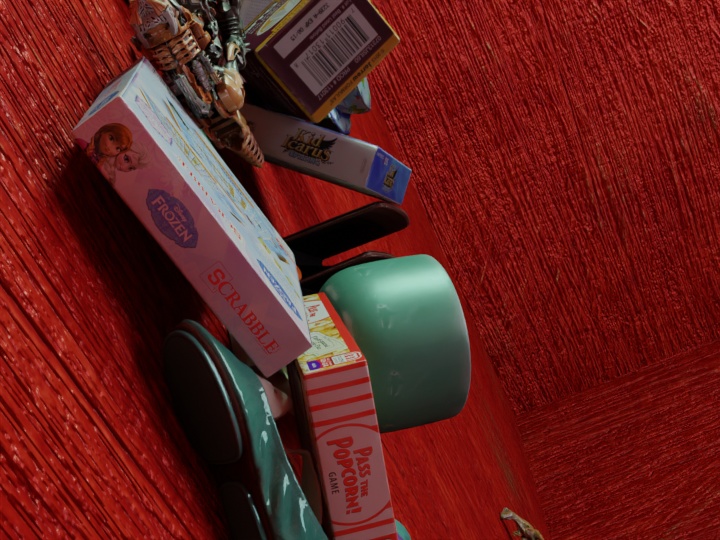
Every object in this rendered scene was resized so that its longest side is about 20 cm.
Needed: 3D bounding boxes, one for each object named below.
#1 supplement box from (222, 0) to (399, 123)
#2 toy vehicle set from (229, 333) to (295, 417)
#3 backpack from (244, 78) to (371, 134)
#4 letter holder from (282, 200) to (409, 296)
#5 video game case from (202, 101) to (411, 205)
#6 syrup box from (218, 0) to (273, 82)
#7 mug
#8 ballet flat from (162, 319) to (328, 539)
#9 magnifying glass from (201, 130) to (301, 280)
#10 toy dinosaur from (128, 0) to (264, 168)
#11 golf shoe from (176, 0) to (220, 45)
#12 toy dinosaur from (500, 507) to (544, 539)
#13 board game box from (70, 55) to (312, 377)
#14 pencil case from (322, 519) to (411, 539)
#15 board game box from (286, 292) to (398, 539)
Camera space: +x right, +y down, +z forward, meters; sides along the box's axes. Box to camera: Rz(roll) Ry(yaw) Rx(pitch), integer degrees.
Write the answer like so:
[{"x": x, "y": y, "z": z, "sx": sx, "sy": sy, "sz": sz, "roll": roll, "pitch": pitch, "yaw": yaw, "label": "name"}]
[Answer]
[{"x": -0.054, "y": -0.215, "z": 0.976, "sx": 0.086, "sy": 0.110, "sz": 0.200, "roll": 47, "pitch": -4, "yaw": -20, "label": "supplement box"}, {"x": -0.073, "y": 0.065, "z": 0.931, "sx": 0.200, "sy": 0.026, "sz": 0.125, "roll": 53, "pitch": 18, "yaw": -60, "label": "toy vehicle set"}, {"x": -0.073, "y": -0.261, "z": 1.316, "sx": 0.183, "sy": 0.146, "sz": 0.202, "roll": -61, "pitch": 125, "yaw": -81, "label": "backpack"}, {"x": 0.000, "y": 0.000, "z": 1.145, "sx": 0.200, "sy": 0.141, "sz": 0.102, "roll": 21, "pitch": 47, "yaw": -78, "label": "letter holder"}, {"x": -0.051, "y": -0.122, "z": 1.040, "sx": 0.200, "sy": 0.179, "sz": 0.046, "roll": 6, "pitch": 102, "yaw": -78, "label": "video game case"}, {"x": -0.101, "y": -0.308, "z": 1.121, "sx": 0.201, "sy": 0.080, "sz": 0.079, "roll": 121, "pitch": -37, "yaw": -44, "label": "syrup box"}, {"x": 0.017, "y": 0.083, "z": 0.929, "sx": 0.152, "sy": 0.113, "sz": 0.187, "roll": -124, "pitch": -149, "yaw": -51, "label": "mug"}, {"x": -0.069, "y": 0.120, "z": 0.669, "sx": 0.070, "sy": 0.067, "sz": 0.202, "roll": -25, "pitch": 99, "yaw": -45, "label": "ballet flat"}, {"x": -0.116, "y": -0.064, "z": 0.908, "sx": 0.201, "sy": 0.022, "sz": 0.080, "roll": 52, "pitch": 9, "yaw": -26, "label": "magnifying glass"}, {"x": -0.137, "y": -0.159, "z": 0.842, "sx": 0.201, "sy": 0.101, "sz": 0.137, "roll": 88, "pitch": -10, "yaw": -46, "label": "toy dinosaur"}, {"x": -0.160, "y": -0.262, "z": 0.967, "sx": 0.200, "sy": 0.094, "sz": 0.079, "roll": 52, "pitch": 17, "yaw": -66, "label": "golf shoe"}, {"x": 0.368, "y": 0.571, "z": 2.167, "sx": 0.201, "sy": 0.060, "sz": 0.106, "roll": 54, "pitch": 2, "yaw": -32, "label": "toy dinosaur"}, {"x": -0.113, "y": -0.047, "z": 0.716, "sx": 0.201, "sy": 0.041, "sz": 0.200, "roll": 54, "pitch": 5, "yaw": -18, "label": "board game box"}, {"x": 0.004, "y": 0.264, "z": 0.735, "sx": 0.201, "sy": 0.084, "sz": 0.094, "roll": -90, "pitch": 177, "yaw": -65, "label": "pencil case"}, {"x": -0.022, "y": 0.115, "z": 0.764, "sx": 0.200, "sy": 0.046, "sz": 0.153, "roll": -130, "pitch": -151, "yaw": -74, "label": "board game box"}]
